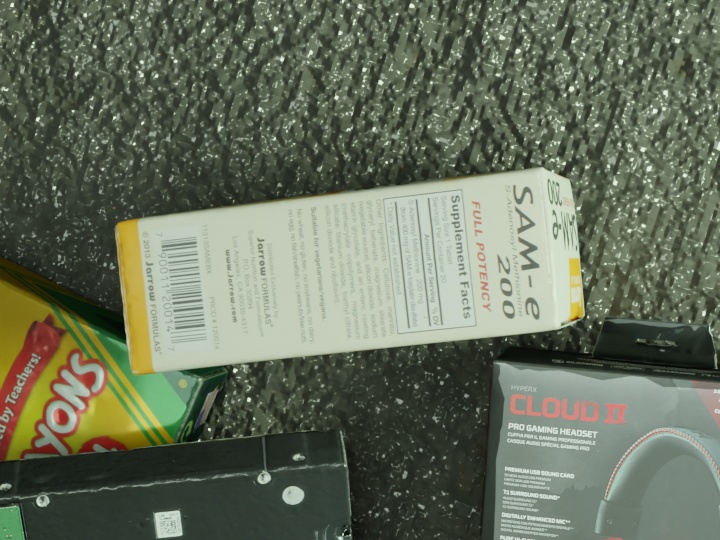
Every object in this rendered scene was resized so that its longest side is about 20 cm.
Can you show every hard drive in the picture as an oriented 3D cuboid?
[{"bbox_3d":[-0.101,0.151,0.860,0.198,0.038,0.141,-6,117,-4],"label":"hard drive"}]

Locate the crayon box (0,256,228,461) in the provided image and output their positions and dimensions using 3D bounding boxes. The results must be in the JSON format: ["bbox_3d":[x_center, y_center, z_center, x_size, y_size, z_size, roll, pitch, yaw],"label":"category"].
[{"bbox_3d":[-0.184,0.068,0.917,0.199,0.051,0.128,25,97,11],"label":"crayon box"}]

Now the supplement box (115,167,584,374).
[{"bbox_3d":[0.000,0.000,0.837,0.198,0.126,0.074,-6,89,12],"label":"supplement box"}]

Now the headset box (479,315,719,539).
[{"bbox_3d":[0.132,0.123,0.839,0.147,0.075,0.202,5,93,12],"label":"headset box"}]
